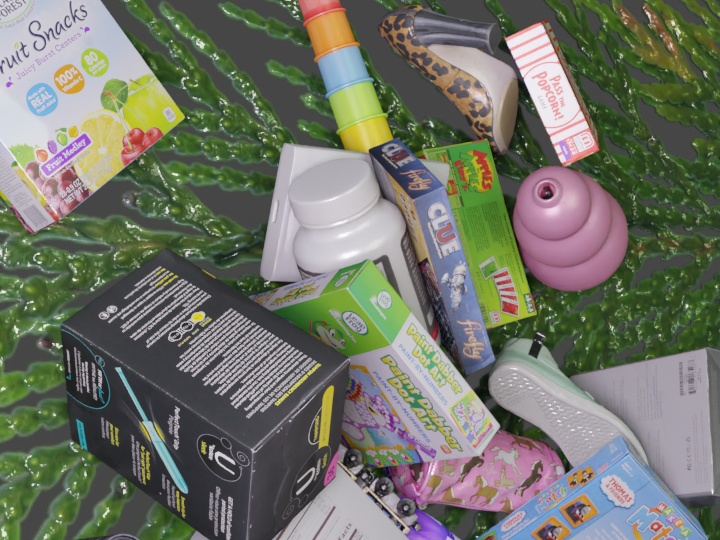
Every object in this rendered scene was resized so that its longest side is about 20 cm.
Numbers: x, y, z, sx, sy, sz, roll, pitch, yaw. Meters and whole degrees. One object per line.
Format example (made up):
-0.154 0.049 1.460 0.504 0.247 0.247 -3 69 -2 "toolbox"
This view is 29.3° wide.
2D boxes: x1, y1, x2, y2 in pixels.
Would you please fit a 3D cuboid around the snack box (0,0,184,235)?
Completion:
-0.276 -0.161 1.189 0.200 0.068 0.169 53 52 -13 "snack box"

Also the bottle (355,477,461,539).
0.065 0.276 1.338 0.200 0.083 0.065 38 76 -11 "bottle"

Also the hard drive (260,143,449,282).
-0.003 -0.052 1.378 0.199 0.027 0.133 3 103 -39 "hard drive"

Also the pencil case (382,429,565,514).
0.121 0.205 1.408 0.199 0.087 0.083 14 26 -37 "pencil case"

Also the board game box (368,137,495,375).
0.069 -0.014 1.341 0.034 0.136 0.201 -23 120 -8 "board game box"

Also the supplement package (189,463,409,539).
-0.034 0.264 1.241 0.200 0.114 0.110 49 54 -19 "supplement package"

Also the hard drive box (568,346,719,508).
0.323 0.180 1.503 0.077 0.200 0.157 15 70 -36 "hard drive box"

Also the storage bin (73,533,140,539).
-0.207 0.325 1.096 0.135 0.094 0.201 -33 99 -40 "storage bin"

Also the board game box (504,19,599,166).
0.218 -0.204 1.553 0.152 0.046 0.200 65 13 -7 "board game box"

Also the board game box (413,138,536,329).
0.115 -0.035 1.490 0.101 0.048 0.201 -14 87 -41 "board game box"

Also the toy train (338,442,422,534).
-0.023 0.180 1.285 0.200 0.034 0.046 42 81 5 "toy train"

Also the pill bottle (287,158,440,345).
0.000 0.000 1.307 0.111 0.110 0.201 -44 127 -38 "pill bottle"

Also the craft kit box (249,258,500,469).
-0.001 0.094 1.261 0.200 0.197 0.049 51 52 -16 "craft kit box"

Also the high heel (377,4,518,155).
0.098 -0.211 1.531 0.072 0.142 0.200 -59 149 -30 "high heel"

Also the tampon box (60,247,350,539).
-0.126 0.108 1.126 0.200 0.150 0.126 30 48 22 "tampon box"

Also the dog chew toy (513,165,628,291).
0.221 -0.052 1.498 0.200 0.124 0.125 40 48 -65 "dog chew toy"

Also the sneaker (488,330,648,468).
0.228 0.143 1.480 0.200 0.074 0.118 38 22 -5 "sneaker"

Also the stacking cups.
-0.021 -0.204 1.426 0.060 0.060 0.201 -19 85 -41 "stacking cups"

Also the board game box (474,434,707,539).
0.232 0.279 1.412 0.151 0.200 0.037 46 15 -25 "board game box"
